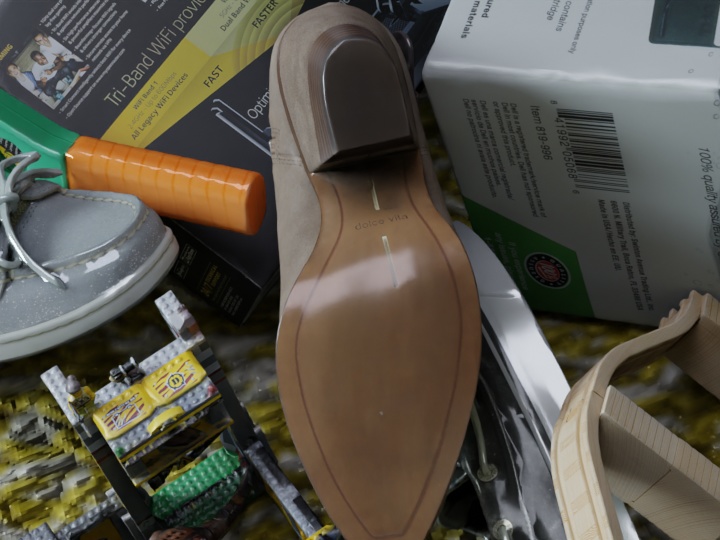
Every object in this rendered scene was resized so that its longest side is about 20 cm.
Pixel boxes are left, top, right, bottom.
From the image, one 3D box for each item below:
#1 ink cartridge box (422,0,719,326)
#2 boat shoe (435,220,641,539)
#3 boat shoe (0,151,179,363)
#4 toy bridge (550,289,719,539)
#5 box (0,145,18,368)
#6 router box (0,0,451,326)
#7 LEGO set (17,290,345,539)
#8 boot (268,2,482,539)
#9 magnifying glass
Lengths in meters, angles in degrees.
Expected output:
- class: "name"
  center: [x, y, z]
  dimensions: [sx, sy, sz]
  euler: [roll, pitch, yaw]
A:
- class: "ink cartridge box"
  center: [0.140, -0.047, 0.822]
  dimensions: [0.199, 0.147, 0.083]
  euler: [8, 55, 22]
- class: "boat shoe"
  center: [0.050, 0.065, 0.813]
  dimensions: [0.063, 0.071, 0.201]
  euler: [-23, 51, -2]
- class: "boat shoe"
  center: [-0.167, -0.011, 0.854]
  dimensions: [0.201, 0.065, 0.075]
  euler: [1, 37, 25]
- class: "toy bridge"
  center: [0.097, 0.068, 0.756]
  dimensions: [0.027, 0.067, 0.200]
  euler: [-46, 11, 35]
- class: "box"
  center: [-0.151, -0.044, 0.969]
  dimensions: [0.070, 0.064, 0.201]
  euler: [17, 61, 29]
- class: "router box"
  center: [-0.052, -0.102, 0.940]
  dimensions: [0.157, 0.052, 0.200]
  euler: [37, 66, 1]
- class: "LEGO set"
  center: [-0.089, 0.104, 0.797]
  dimensions: [0.199, 0.116, 0.154]
  euler: [-27, 50, -3]
- class: "boot"
  center: [0.000, 0.000, 0.818]
  dimensions: [0.070, 0.146, 0.202]
  euler: [-1, 87, -5]
- class: "magnifying glass"
  center: [-0.131, -0.044, 0.875]
  dimensions: [0.199, 0.080, 0.022]
  euler: [11, 38, 18]
